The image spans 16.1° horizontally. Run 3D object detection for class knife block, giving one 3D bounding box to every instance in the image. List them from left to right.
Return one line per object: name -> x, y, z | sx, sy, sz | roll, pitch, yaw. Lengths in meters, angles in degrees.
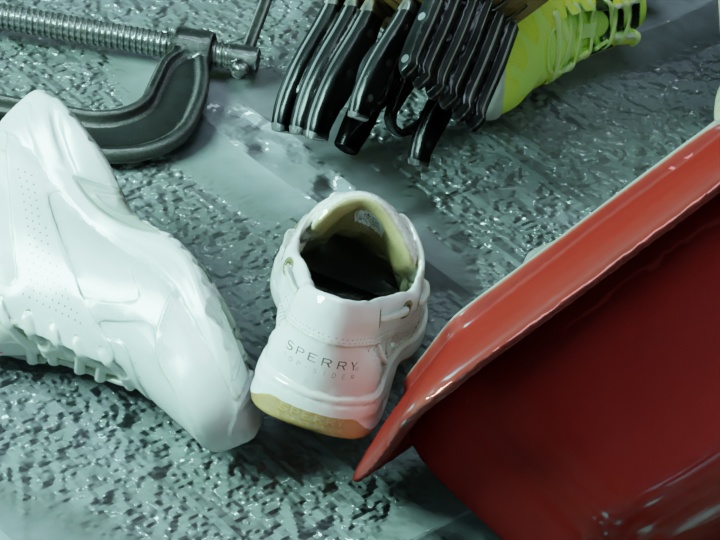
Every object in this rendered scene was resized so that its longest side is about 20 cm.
knife block -> 0.026, -0.149, 1.219 | 0.175, 0.064, 0.200 | -33, 44, 23

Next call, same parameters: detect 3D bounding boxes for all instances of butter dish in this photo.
butter dish -> 0.116, 0.052, 0.947 | 0.200, 0.199, 0.148 | -36, 85, -13

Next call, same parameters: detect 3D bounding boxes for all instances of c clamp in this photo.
c clamp -> -0.147, -0.106, 1.267 | 0.199, 0.027, 0.171 | 7, 40, 1

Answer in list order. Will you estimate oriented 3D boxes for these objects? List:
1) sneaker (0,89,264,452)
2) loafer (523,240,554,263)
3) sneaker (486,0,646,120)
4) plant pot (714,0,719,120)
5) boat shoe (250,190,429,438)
sneaker -> -0.117, 0.018, 1.062 | 0.099, 0.078, 0.200 | -36, 54, -10
loafer -> 0.168, 0.002, 1.106 | 0.199, 0.070, 0.070 | -4, 44, -12
sneaker -> 0.104, -0.138, 1.294 | 0.076, 0.076, 0.200 | 15, 37, 17
plant pot -> 0.241, -0.135, 1.164 | 0.200, 0.184, 0.201 | -12, 33, 8
boat shoe -> 0.000, 0.000, 1.062 | 0.071, 0.070, 0.200 | 15, 22, -3
